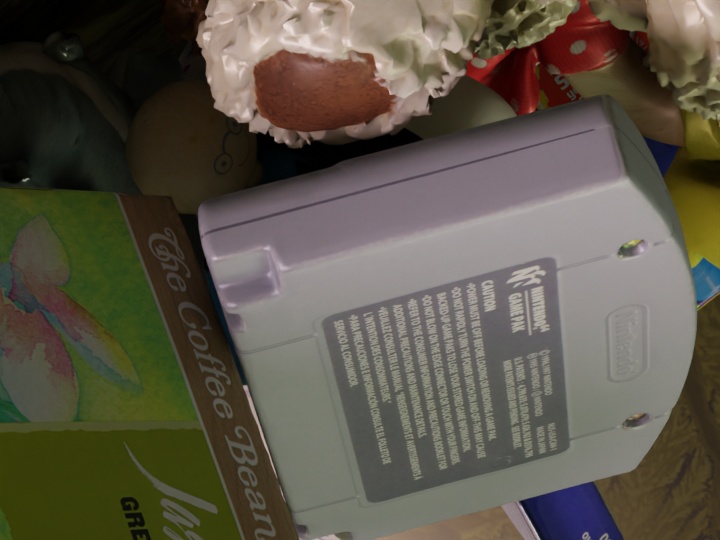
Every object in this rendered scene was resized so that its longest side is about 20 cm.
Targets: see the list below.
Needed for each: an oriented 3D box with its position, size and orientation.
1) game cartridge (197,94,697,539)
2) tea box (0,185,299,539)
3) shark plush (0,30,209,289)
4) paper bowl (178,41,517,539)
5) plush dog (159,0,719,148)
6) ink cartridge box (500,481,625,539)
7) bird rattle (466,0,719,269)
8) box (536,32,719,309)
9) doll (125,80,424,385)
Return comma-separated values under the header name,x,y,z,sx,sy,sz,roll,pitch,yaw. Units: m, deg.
name,x,y,z,sx,sy,sz,roll,pitch,yaw
game cartridge,0.031,0.019,0.803,0.133,0.041,0.200,-11,153,0
tea box,-0.126,0.092,0.710,0.196,0.201,0.134,1,148,-44
shark plush,-0.084,-0.032,0.826,0.091,0.083,0.200,-30,163,-5
paper bowl,0.000,0.000,1.003,0.104,0.202,0.201,7,-168,20
plush dog,0.031,-0.116,0.808,0.199,0.161,0.172,-5,179,-20
ink cartridge box,0.065,0.068,1.204,0.041,0.200,0.200,-31,-143,-2
bird rattle,0.120,-0.101,1.084,0.163,0.200,0.113,-53,179,39
box,0.140,-0.096,1.219,0.200,0.193,0.122,-37,176,-9
doll,0.003,-0.015,0.876,0.048,0.200,0.137,12,-98,49
